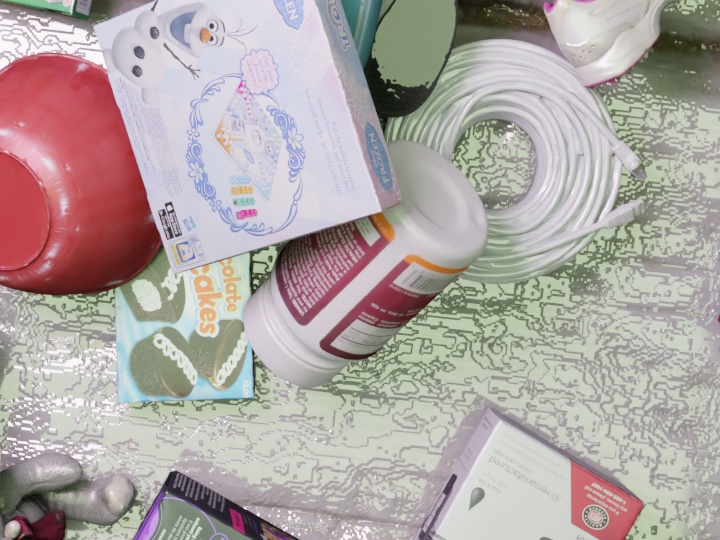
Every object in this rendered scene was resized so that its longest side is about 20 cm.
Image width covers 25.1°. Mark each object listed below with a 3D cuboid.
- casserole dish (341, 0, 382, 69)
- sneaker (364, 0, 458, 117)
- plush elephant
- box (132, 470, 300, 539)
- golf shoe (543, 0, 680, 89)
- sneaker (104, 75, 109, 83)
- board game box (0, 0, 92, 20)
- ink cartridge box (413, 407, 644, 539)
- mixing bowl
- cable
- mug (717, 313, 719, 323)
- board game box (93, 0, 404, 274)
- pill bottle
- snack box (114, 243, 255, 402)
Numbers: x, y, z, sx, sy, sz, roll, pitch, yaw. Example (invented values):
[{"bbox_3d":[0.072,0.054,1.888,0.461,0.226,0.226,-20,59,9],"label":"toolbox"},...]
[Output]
[{"bbox_3d":[-0.040,-0.215,1.219,0.120,0.039,0.202,11,117,-5],"label":"casserole dish"},{"bbox_3d":[0.046,-0.224,1.312,0.066,0.108,0.204,11,95,-3],"label":"sneaker"},{"bbox_3d":[-0.292,0.220,1.295,0.198,0.155,0.166,27,92,-4],"label":"plush elephant"},{"bbox_3d":[-0.101,0.270,1.330,0.199,0.106,0.123,30,91,-4],"label":"box"},{"bbox_3d":[0.224,-0.241,1.308,0.092,0.075,0.200,45,65,-15],"label":"golf shoe"},{"bbox_3d":[-0.124,-0.127,1.307,0.198,0.089,0.079,22,127,15],"label":"sneaker"},{"bbox_3d":[-0.262,-0.315,1.309,0.133,0.029,0.203,14,93,22],"label":"board game box"},{"bbox_3d":[0.123,0.240,1.348,0.144,0.083,0.201,29,91,-3],"label":"ink cartridge box"},{"bbox_3d":[-0.257,-0.061,1.269,0.198,0.108,0.203,6,110,18],"label":"mixing bowl"},{"bbox_3d":[0.115,-0.090,1.340,0.199,0.069,0.201,-31,93,1],"label":"cable"},{"bbox_3d":[0.407,-0.009,1.327,0.176,0.133,0.201,29,95,-2],"label":"mug"},{"bbox_3d":[-0.086,-0.118,1.201,0.197,0.043,0.202,-15,95,33],"label":"board game box"},{"bbox_3d":[0.000,0.000,1.279,0.114,0.114,0.200,44,125,-3],"label":"pill bottle"},{"bbox_3d":[-0.148,0.007,1.350,0.115,0.037,0.203,-2,93,-2],"label":"snack box"}]
